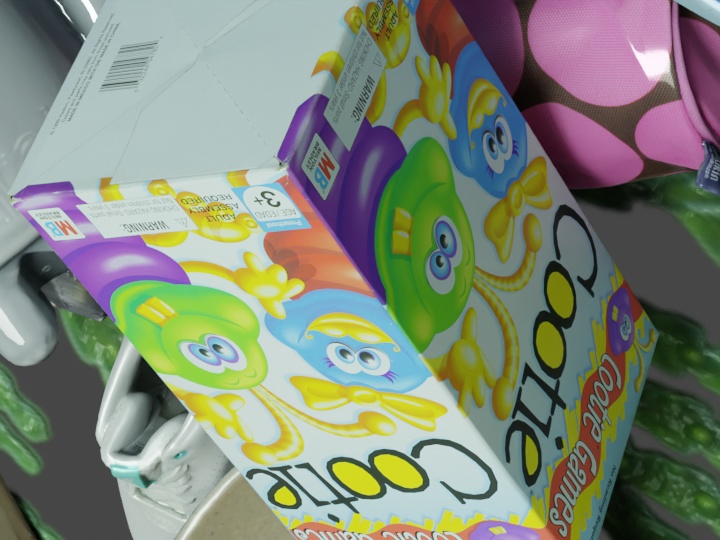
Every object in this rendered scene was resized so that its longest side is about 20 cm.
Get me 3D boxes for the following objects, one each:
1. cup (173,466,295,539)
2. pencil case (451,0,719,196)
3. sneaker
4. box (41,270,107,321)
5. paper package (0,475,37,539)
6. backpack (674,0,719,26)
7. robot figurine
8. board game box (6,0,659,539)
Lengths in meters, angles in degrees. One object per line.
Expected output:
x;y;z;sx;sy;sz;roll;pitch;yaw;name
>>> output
0.028;0.167;0.892;0.200;0.201;0.143;-26;141;34;cup
0.037;-0.062;0.825;0.199;0.091;0.094;-2;150;29;pencil case
-0.073;0.061;0.928;0.075;0.089;0.201;20;132;12;sneaker
-0.153;-0.096;0.920;0.160;0.049;0.201;17;121;20;box
-0.235;0.157;1.056;0.199;0.103;0.191;-19;105;31;paper package
0.100;-0.174;0.685;0.199;0.147;0.184;32;104;19;backpack
-0.155;-0.062;0.840;0.169;0.113;0.200;-40;99;-8;robot figurine
0.000;0.000;0.761;0.103;0.105;0.200;-4;139;33;board game box
